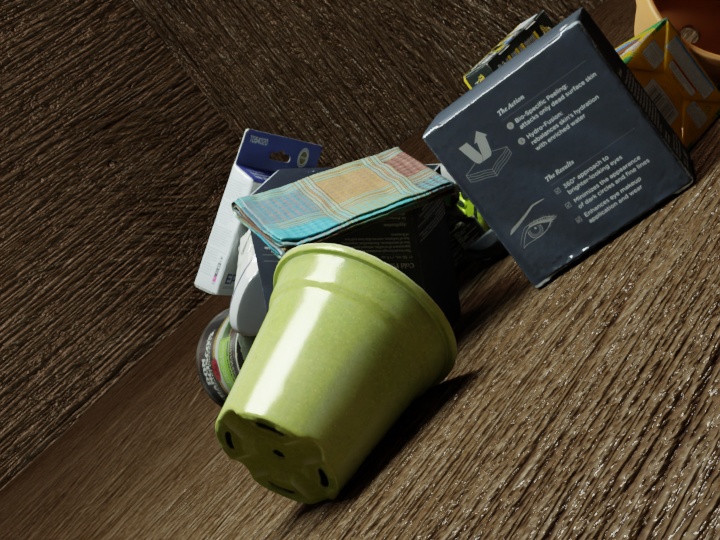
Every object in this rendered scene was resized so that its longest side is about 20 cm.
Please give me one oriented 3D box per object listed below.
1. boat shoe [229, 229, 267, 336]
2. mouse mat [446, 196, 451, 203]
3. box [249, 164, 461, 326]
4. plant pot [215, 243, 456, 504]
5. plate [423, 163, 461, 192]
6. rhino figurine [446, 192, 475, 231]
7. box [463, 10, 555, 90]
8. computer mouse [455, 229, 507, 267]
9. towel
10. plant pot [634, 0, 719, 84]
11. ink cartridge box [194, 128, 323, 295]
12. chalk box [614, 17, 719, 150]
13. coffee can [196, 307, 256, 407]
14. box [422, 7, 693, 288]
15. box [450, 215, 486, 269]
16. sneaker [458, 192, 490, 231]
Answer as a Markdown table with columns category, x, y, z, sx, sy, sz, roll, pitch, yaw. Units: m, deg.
| category | x | y | z | sx | sy | sz | roll | pitch | yaw |
| --- | --- | --- | --- | --- | --- | --- | --- | --- | --- |
| boat shoe | -0.110 | -0.022 | 1.709 | 0.070 | 0.071 | 0.201 | 20 | 88 | 49 |
| mouse mat | 0.136 | -0.109 | 2.001 | 0.199 | 0.008 | 0.161 | -16 | -25 | -22 |
| box | -0.007 | -0.013 | 1.607 | 0.199 | 0.183 | 0.104 | 1 | 24 | 22 |
| plant pot | -0.036 | 0.109 | 1.366 | 0.200 | 0.200 | 0.185 | -29 | 24 | 53 |
| plate | 0.040 | -0.102 | 1.778 | 0.199 | 0.032 | 0.200 | -6 | -2 | -44 |
| rhino figurine | 0.081 | -0.059 | 1.889 | 0.087 | 0.060 | 0.200 | -32 | 9 | -29 |
| box | 0.235 | -0.202 | 1.805 | 0.049 | 0.200 | 0.160 | -29 | 12 | 45 |
| computer mouse | 0.135 | -0.007 | 1.794 | 0.200 | 0.034 | 0.059 | -41 | -6 | 40 |
| towel | -0.020 | -0.076 | 1.499 | 0.199 | 0.022 | 0.147 | -21 | 28 | -18 |
| plant pot | 0.408 | -0.305 | 1.709 | 0.200 | 0.200 | 0.140 | -40 | -10 | -17 |
| ink cartridge box | -0.110 | -0.065 | 1.801 | 0.196 | 0.043 | 0.201 | 3 | -71 | -63 |
| chalk box | 0.287 | -0.170 | 1.651 | 0.124 | 0.125 | 0.200 | -44 | 10 | -37 |
| coffee can | -0.112 | 0.106 | 1.822 | 0.146 | 0.147 | 0.200 | -41 | 8 | -20 |
| box | 0.204 | -0.127 | 1.490 | 0.196 | 0.200 | 0.117 | -35 | 8 | 20 |
| box | 0.061 | 0.010 | 1.961 | 0.200 | 0.048 | 0.193 | -41 | 6 | -14 |
| sneaker | 0.178 | -0.133 | 1.919 | 0.083 | 0.074 | 0.200 | -30 | -30 | -31 |
